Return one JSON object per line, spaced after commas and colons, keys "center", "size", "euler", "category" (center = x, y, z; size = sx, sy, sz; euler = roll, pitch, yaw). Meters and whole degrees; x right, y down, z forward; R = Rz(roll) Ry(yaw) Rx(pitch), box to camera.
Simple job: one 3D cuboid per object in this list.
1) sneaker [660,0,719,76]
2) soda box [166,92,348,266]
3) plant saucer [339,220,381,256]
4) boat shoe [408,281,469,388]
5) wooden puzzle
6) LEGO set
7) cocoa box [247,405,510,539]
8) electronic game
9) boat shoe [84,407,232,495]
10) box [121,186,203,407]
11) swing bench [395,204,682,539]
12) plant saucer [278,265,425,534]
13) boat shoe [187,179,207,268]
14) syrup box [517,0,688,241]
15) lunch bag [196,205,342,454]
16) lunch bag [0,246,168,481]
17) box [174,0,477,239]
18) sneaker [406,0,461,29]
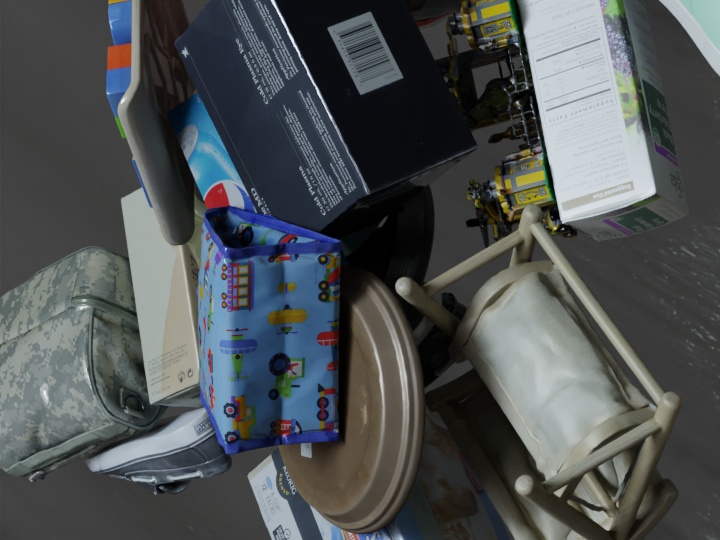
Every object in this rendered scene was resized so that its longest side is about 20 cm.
{"center": [0.261, -0.237, 1.407], "size": [0.201, 0.074, 0.118], "euler": [54, 128, 23], "category": "sneaker"}
{"center": [-0.079, -0.055, 1.579], "size": [0.064, 0.068, 0.201], "euler": [-29, 82, 35], "category": "soda box"}
{"center": [-0.017, -0.106, 1.654], "size": [0.201, 0.039, 0.202], "euler": [-40, 40, 44], "category": "plant saucer"}
{"center": [0.022, 0.093, 1.621], "size": [0.200, 0.060, 0.076], "euler": [-45, 27, 36], "category": "boat shoe"}
{"center": [-0.176, -0.150, 1.634], "size": [0.046, 0.186, 0.201], "euler": [-5, 51, 8], "category": "wooden puzzle"}
{"center": [0.089, -0.110, 1.511], "size": [0.115, 0.154, 0.201], "euler": [-14, 86, 16], "category": "LEGO set"}
{"center": [0.026, 0.214, 1.553], "size": [0.131, 0.133, 0.201], "euler": [-42, 57, 33], "category": "cocoa box"}
{"center": [0.000, 0.000, 1.638], "size": [0.200, 0.041, 0.201], "euler": [-42, 37, 42], "category": "electronic game"}
{"center": [-0.186, 0.178, 1.823], "size": [0.200, 0.072, 0.068], "euler": [-19, 102, 48], "category": "boat shoe"}
{"center": [-0.149, 0.018, 1.783], "size": [0.078, 0.095, 0.201], "euler": [-24, 70, 41], "category": "box"}
{"center": [0.134, 0.099, 1.441], "size": [0.129, 0.200, 0.199], "euler": [-28, 59, -7], "category": "swing bench"}
{"center": [-0.015, 0.097, 1.460], "size": [0.200, 0.029, 0.201], "euler": [7, 98, 59], "category": "plant saucer"}
{"center": [-0.107, -0.017, 1.722], "size": [0.075, 0.068, 0.201], "euler": [-32, 86, 55], "category": "boat shoe"}
{"center": [0.180, -0.131, 1.463], "size": [0.081, 0.079, 0.201], "euler": [-18, 72, 25], "category": "syrup box"}
{"center": [-0.091, 0.038, 1.485], "size": [0.200, 0.094, 0.152], "euler": [-154, 63, -66], "category": "lunch bag"}
{"center": [-0.265, 0.097, 1.833], "size": [0.199, 0.139, 0.169], "euler": [-24, 48, 40], "category": "lunch bag"}
{"center": [-0.031, -0.135, 1.474], "size": [0.201, 0.104, 0.182], "euler": [64, 152, 4], "category": "box"}
{"center": [0.075, -0.244, 1.592], "size": [0.199, 0.082, 0.078], "euler": [-18, 72, 43], "category": "sneaker"}
